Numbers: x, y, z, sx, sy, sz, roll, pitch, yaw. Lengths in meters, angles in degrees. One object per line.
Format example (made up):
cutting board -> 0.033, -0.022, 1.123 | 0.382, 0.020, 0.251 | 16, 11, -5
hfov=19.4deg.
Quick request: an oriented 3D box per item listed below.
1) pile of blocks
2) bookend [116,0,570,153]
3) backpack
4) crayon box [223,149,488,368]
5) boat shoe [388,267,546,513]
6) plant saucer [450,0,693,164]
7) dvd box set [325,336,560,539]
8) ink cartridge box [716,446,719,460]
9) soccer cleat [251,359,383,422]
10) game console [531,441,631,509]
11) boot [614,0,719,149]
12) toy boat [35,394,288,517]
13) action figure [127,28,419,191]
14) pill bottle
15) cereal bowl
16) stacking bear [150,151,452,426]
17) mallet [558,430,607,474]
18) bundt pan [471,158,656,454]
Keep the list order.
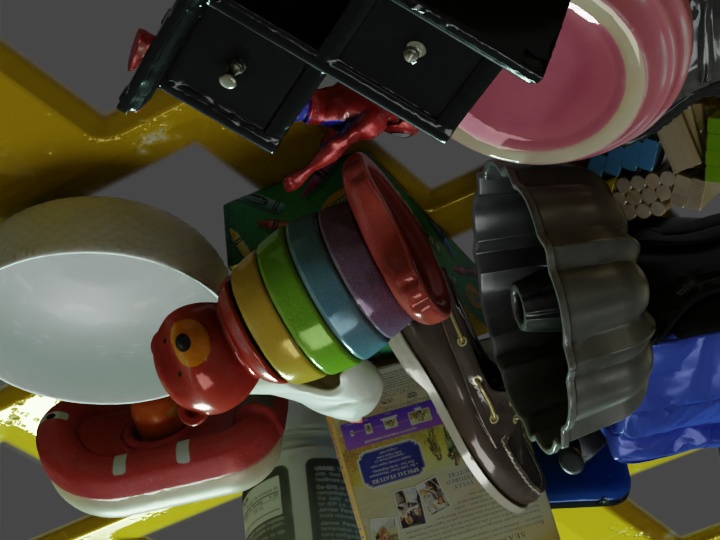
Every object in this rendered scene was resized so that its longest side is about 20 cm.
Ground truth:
pile of blocks -> 0.222, -0.079, 1.487 | 0.199, 0.083, 0.062 | -17, -170, 31
bookend -> -0.012, -0.135, 1.251 | 0.198, 0.092, 0.200 | 30, 138, -9
backpack -> 0.256, 0.044, 1.564 | 0.199, 0.163, 0.169 | -11, 132, -13
crayon box -> 0.000, 0.000, 1.553 | 0.118, 0.059, 0.200 | -20, 145, 20
boat shoe -> 0.085, 0.088, 1.528 | 0.059, 0.072, 0.201 | -29, 107, 14
plant saucer -> 0.106, -0.138, 1.313 | 0.199, 0.051, 0.201 | 8, 136, 8
dvd box set -> 0.064, 0.163, 1.589 | 0.145, 0.201, 0.029 | -16, 170, -10
ink cartridge box -> 0.361, 0.097, 1.635 | 0.084, 0.201, 0.175 | 19, 139, -35
soccer cleat -> -0.077, 0.064, 1.562 | 0.199, 0.070, 0.078 | 9, 155, 24
game console -> 0.102, 0.147, 1.704 | 0.198, 0.171, 0.119 | -2, 140, -7
boot -> 0.184, -0.157, 1.355 | 0.199, 0.070, 0.132 | -20, 135, 19
toy boat -> -0.162, 0.108, 1.660 | 0.199, 0.131, 0.131 | -13, 116, 9
action figure -> -0.059, -0.095, 1.390 | 0.199, 0.066, 0.099 | 7, 134, -18
pill bottle -> -0.039, 0.216, 1.746 | 0.113, 0.201, 0.114 | -5, 147, -3
cereal bowl -> -0.187, 0.010, 1.506 | 0.199, 0.084, 0.201 | -1, 146, -1
stacking bear -> -0.049, 0.028, 1.413 | 0.199, 0.122, 0.114 | -29, 163, 10
mallet -> 0.146, 0.115, 1.542 | 0.041, 0.066, 0.200 | -43, 173, 6
bundt pan -> 0.140, 0.017, 1.416 | 0.075, 0.203, 0.202 | -12, 148, -12
